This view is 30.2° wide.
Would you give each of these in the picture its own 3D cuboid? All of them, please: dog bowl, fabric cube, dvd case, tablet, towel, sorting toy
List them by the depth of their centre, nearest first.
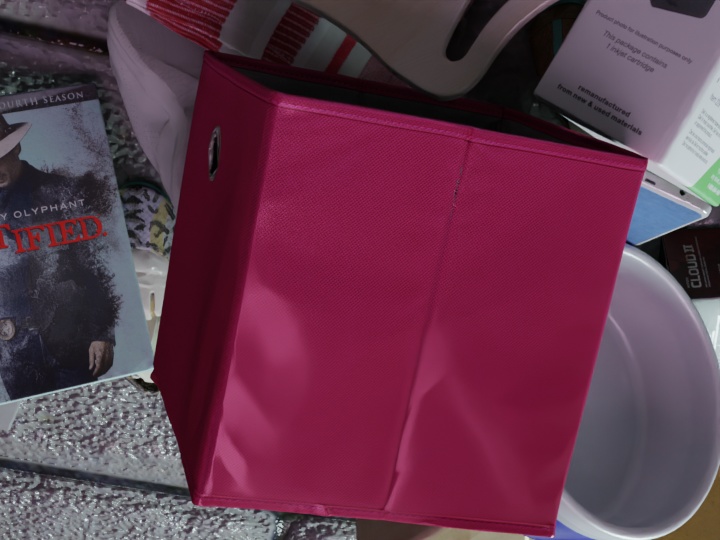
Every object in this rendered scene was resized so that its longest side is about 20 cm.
[{"bbox_3d":[0.035,-0.193,0.697,0.200,0.107,0.180,-38,86,21],"label":"sorting toy"},{"bbox_3d":[0.005,0.005,0.716,0.199,0.196,0.200,8,103,-18],"label":"fabric cube"},{"bbox_3d":[-0.030,-0.181,0.806,0.199,0.023,0.144,26,106,-23],"label":"towel"},{"bbox_3d":[-0.226,-0.016,0.883,0.145,0.201,0.022,-11,178,-21],"label":"dvd case"},{"bbox_3d":[0.137,-0.047,0.897,0.130,0.014,0.200,23,167,-8],"label":"tablet"},{"bbox_3d":[0.153,0.084,0.905,0.200,0.201,0.079,30,151,-27],"label":"dog bowl"}]

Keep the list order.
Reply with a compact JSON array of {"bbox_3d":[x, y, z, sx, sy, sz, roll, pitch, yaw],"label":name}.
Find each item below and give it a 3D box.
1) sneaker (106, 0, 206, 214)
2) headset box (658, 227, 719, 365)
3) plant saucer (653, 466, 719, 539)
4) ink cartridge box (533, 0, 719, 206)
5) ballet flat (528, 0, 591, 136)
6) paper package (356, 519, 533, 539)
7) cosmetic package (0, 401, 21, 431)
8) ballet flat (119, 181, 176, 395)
[{"bbox_3d":[-0.108,-0.078,0.852,0.075,0.201,0.089,-17,165,-28],"label":"sneaker"},{"bbox_3d":[0.309,0.042,1.023,0.199,0.077,0.149,-3,135,6],"label":"headset box"},{"bbox_3d":[0.255,0.227,1.132,0.200,0.200,0.048,-39,168,5],"label":"plant saucer"},{"bbox_3d":[0.199,-0.149,0.724,0.201,0.084,0.146,-60,153,8],"label":"ink cartridge box"},{"bbox_3d":[0.168,-0.089,0.893,0.068,0.073,0.200,-14,135,25],"label":"ballet flat"},{"bbox_3d":[0.086,0.138,1.041,0.103,0.201,0.191,28,129,-26],"label":"paper package"},{"bbox_3d":[-0.267,0.017,0.992,0.090,0.107,0.200,20,131,-18],"label":"cosmetic package"},{"bbox_3d":[-0.162,0.025,1.025,0.072,0.072,0.201,2,136,-1],"label":"ballet flat"}]
